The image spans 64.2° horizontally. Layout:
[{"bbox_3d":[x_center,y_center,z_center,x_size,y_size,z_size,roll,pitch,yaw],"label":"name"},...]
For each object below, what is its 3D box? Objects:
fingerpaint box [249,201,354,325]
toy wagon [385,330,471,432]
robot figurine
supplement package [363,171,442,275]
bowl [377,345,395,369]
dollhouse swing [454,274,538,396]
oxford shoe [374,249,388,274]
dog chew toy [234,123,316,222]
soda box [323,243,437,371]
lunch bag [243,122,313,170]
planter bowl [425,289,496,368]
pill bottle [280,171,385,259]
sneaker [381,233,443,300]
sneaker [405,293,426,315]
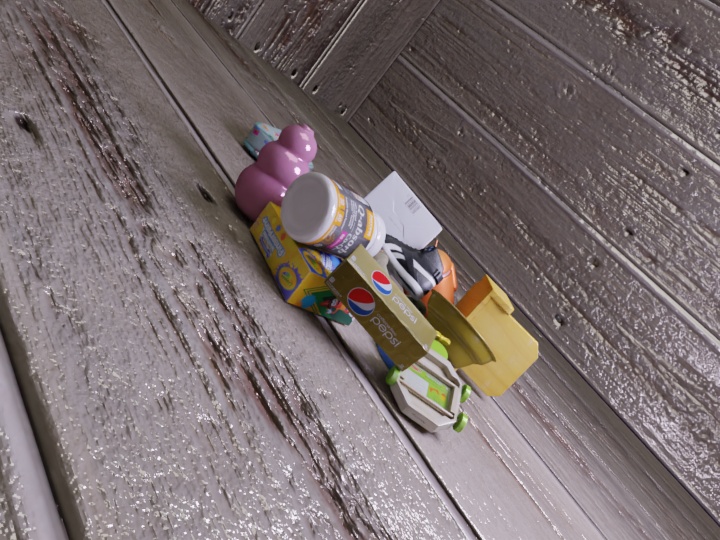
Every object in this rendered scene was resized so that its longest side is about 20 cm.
[{"bbox_3d":[-0.092,-0.013,1.043,0.165,0.074,0.202,27,22,-46],"label":"fingerpaint box"},{"bbox_3d":[0.123,0.187,1.007,0.153,0.040,0.202,35,35,-6],"label":"toy wagon"},{"bbox_3d":[0.168,0.035,1.375,0.117,0.139,0.206,-94,177,-70],"label":"robot figurine"},{"bbox_3d":[0.086,-0.116,1.500,0.192,0.146,0.200,50,-7,1],"label":"supplement package"},{"bbox_3d":[0.116,0.185,1.121,0.199,0.040,0.201,40,15,-13],"label":"bowl"},{"bbox_3d":[0.302,0.159,1.365,0.175,0.201,0.182,39,15,-6],"label":"dollhouse swing"},{"bbox_3d":[0.029,0.012,1.176,0.073,0.072,0.200,31,26,8],"label":"oxford shoe"},{"bbox_3d":[-0.154,-0.187,1.097,0.123,0.202,0.125,35,10,-8],"label":"dog chew toy"},{"bbox_3d":[0.035,0.061,0.943,0.201,0.067,0.064,48,34,-4],"label":"soda box"},{"bbox_3d":[-0.212,-0.304,1.518,0.161,0.077,0.199,47,15,9],"label":"lunch bag"},{"bbox_3d":[0.189,0.143,1.212,0.201,0.083,0.200,49,-4,4],"label":"planter bowl"},{"bbox_3d":[-0.041,-0.086,1.008,0.117,0.117,0.198,51,17,30],"label":"pill bottle"},{"bbox_3d":[0.110,-0.038,1.290,0.202,0.110,0.074,52,-15,21],"label":"sneaker"},{"bbox_3d":[0.086,0.096,1.236,0.197,0.068,0.090,19,24,-42],"label":"sneaker"}]
